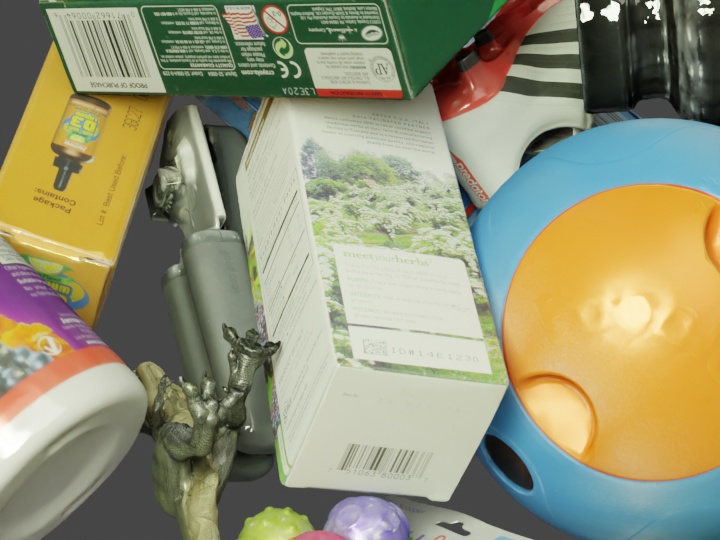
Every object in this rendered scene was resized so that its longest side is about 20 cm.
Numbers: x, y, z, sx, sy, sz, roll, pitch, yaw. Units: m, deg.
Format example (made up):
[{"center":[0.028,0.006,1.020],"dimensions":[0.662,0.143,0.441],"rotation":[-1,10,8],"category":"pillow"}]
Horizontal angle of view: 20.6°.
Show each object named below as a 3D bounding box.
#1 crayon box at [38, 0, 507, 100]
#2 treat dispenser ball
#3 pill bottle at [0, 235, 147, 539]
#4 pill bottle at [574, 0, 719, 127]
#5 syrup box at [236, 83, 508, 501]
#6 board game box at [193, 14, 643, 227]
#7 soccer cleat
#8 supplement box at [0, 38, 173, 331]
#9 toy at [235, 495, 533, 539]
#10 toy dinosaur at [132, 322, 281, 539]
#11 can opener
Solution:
[{"center":[-0.021,-0.147,0.935],"dimensions":[0.200,0.058,0.173],"rotation":[5,36,35],"category":"crayon box"},{"center":[0.137,0.030,0.919],"dimensions":[0.200,0.201,0.201],"rotation":[11,50,-13],"category":"treat dispenser ball"},{"center":[-0.196,0.023,0.852],"dimensions":[0.200,0.112,0.111],"rotation":[44,50,15],"category":"pill bottle"},{"center":[0.202,-0.126,0.935],"dimensions":[0.199,0.112,0.112],"rotation":[-6,51,7],"category":"pill bottle"},{"center":[0.000,0.000,0.894],"dimensions":[0.079,0.082,0.200],"rotation":[7,42,-19],"category":"syrup box"},{"center":[0.031,-0.087,1.043],"dimensions":[0.200,0.037,0.151],"rotation":[41,63,1],"category":"board game box"},{"center":[0.100,-0.107,1.021],"dimensions":[0.200,0.069,0.085],"rotation":[-43,115,-39],"category":"soccer cleat"},{"center":[-0.134,-0.066,0.979],"dimensions":[0.066,0.069,0.200],"rotation":[18,47,-6],"category":"supplement box"},{"center":[-0.029,0.131,0.834],"dimensions":[0.200,0.047,0.115],"rotation":[-27,23,-33],"category":"toy"},{"center":[-0.068,0.075,0.837],"dimensions":[0.047,0.088,0.200],"rotation":[17,21,-13],"category":"toy dinosaur"},{"center":[-0.058,0.006,0.959],"dimensions":[0.067,0.053,0.200],"rotation":[1,55,-29],"category":"can opener"}]
